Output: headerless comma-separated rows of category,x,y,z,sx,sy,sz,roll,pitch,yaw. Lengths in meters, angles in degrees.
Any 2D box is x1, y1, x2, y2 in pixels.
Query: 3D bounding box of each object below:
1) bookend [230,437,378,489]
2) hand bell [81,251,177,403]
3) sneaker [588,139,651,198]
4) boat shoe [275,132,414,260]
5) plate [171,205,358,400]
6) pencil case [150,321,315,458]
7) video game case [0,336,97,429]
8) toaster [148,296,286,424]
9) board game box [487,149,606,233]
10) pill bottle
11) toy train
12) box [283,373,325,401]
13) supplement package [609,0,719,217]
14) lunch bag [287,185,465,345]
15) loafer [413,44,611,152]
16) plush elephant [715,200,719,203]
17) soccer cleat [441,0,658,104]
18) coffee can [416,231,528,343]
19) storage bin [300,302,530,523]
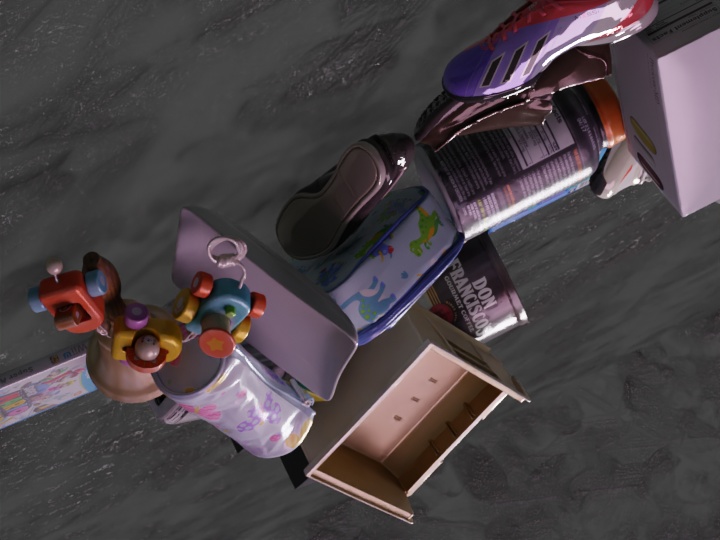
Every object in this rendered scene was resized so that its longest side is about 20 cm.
bookend,-0.079,0.180,2.060,0.091,0.202,0.199,-15,161,-38
hand bell,-0.228,0.037,1.574,0.103,0.105,0.201,-25,153,-6
sneaker,0.324,-0.130,1.812,0.200,0.093,0.071,-45,167,-37
boat shoe,-0.013,-0.068,1.589,0.057,0.067,0.200,-25,170,-37
plate,-0.087,0.027,1.581,0.032,0.199,0.200,-51,175,-22
pencil case,-0.121,0.115,1.643,0.090,0.084,0.200,-3,156,27
video game case,-0.361,0.133,1.752,0.198,0.018,0.143,-23,164,-19
toaster,-0.151,0.082,1.772,0.128,0.115,0.200,-14,161,-35
board game box,0.200,-0.118,1.846,0.151,0.045,0.200,-26,166,-7
pill bottle,0.159,-0.117,1.651,0.198,0.107,0.106,-26,166,-6
toy train,-0.183,0.039,1.491,0.198,0.056,0.151,-12,140,10
box,-0.065,0.083,1.859,0.118,0.048,0.200,-68,-166,-13
supplement package,0.323,-0.180,1.556,0.154,0.111,0.201,-26,135,-6
lunch bag,0.000,0.000,1.646,0.161,0.083,0.200,-45,-165,-20
loafer,0.141,-0.156,1.515,0.199,0.071,0.073,-29,-169,6
plush elephant,0.408,-0.193,1.751,0.154,0.165,0.200,-22,-159,41
soccer cleat,0.155,-0.209,1.443,0.198,0.069,0.073,-24,141,5
coffee can,0.073,0.039,1.955,0.198,0.148,0.146,-27,166,2
storage bin,0.054,0.157,1.870,0.200,0.094,0.198,-48,132,13
